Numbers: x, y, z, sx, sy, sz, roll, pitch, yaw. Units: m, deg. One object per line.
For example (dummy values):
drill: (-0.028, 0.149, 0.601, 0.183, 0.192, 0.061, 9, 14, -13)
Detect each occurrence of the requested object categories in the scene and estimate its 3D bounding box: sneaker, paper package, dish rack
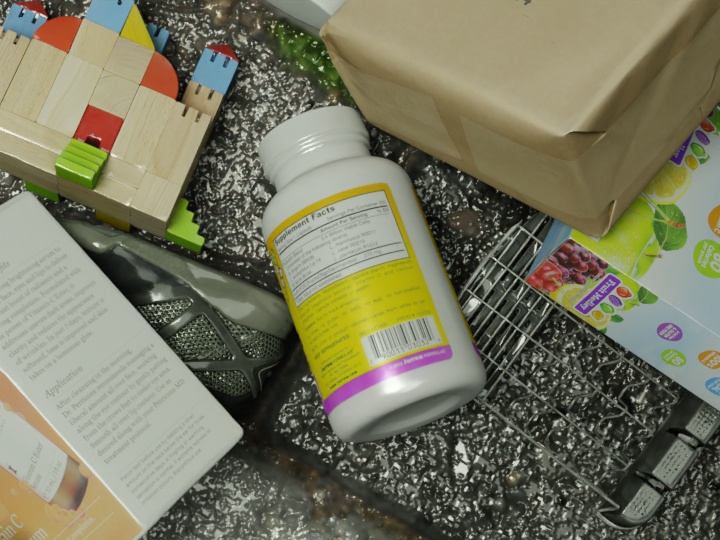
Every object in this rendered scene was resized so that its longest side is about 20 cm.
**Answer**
sneaker: (-0.150, 0.038, 0.943, 0.198, 0.076, 0.115, 24, 81, -9)
paper package: (0.115, -0.148, 0.893, 0.200, 0.104, 0.191, 31, 72, 36)
dish rack: (0.154, 0.062, 0.977, 0.200, 0.055, 0.154, 38, 85, -1)

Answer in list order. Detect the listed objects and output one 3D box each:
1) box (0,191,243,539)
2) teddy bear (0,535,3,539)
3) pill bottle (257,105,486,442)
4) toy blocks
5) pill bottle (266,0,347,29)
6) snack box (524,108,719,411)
box: (-0.200, 0.085, 0.885, 0.200, 0.152, 0.106, 47, 42, 1)
teddy bear: (-0.246, 0.199, 0.822, 0.144, 0.067, 0.201, -29, 120, -1)
pill bottle: (0.000, 0.000, 0.929, 0.104, 0.104, 0.201, -19, 73, -4)
toy blocks: (-0.169, -0.116, 0.946, 0.199, 0.100, 0.137, 23, 76, -4)
pill bottle: (-0.001, -0.262, 0.939, 0.114, 0.114, 0.201, 28, 87, -3)
snack box: (0.228, -0.011, 0.939, 0.199, 0.068, 0.169, 33, 55, -5)
